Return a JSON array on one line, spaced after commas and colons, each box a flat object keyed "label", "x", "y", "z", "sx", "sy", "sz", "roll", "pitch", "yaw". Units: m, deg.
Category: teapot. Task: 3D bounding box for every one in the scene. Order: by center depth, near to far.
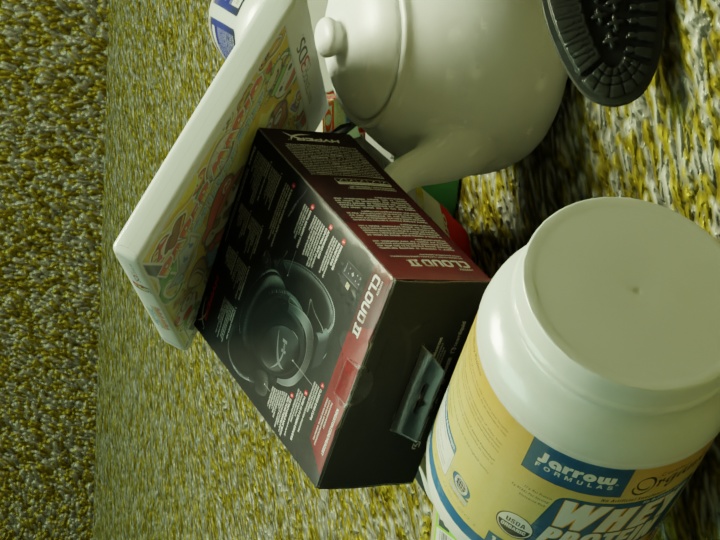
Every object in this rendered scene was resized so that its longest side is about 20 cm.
[{"label": "teapot", "x": 0.037, "y": -0.159, "z": 1.298, "sx": 0.200, "sy": 0.146, "sz": 0.198, "roll": -141, "pitch": 54, "yaw": -58}]

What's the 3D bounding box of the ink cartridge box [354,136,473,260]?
[{"label": "ink cartridge box", "x": 0.022, "y": -0.002, "z": 1.389, "sx": 0.200, "sy": 0.067, "sz": 0.117, "roll": 37, "pitch": -140, "yaw": -58}]

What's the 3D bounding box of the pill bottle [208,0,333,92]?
[{"label": "pill bottle", "x": -0.068, "y": -0.222, "z": 1.797, "sx": 0.200, "sy": 0.115, "sz": 0.116, "roll": -136, "pitch": 45, "yaw": -69}]

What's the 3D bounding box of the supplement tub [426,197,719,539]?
[{"label": "supplement tub", "x": 0.123, "y": 0.068, "z": 1.066, "sx": 0.200, "sy": 0.144, "sz": 0.145, "roll": 107, "pitch": 156, "yaw": -52}]

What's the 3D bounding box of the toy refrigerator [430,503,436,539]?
[{"label": "toy refrigerator", "x": 0.096, "y": 0.160, "z": 1.337, "sx": 0.076, "sy": 0.070, "sz": 0.201, "roll": -138, "pitch": 46, "yaw": -60}]

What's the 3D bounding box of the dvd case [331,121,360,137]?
[{"label": "dvd case", "x": 0.000, "y": 0.000, "z": 1.459, "sx": 0.143, "sy": 0.018, "sz": 0.201, "roll": -47, "pitch": -58, "yaw": -66}]

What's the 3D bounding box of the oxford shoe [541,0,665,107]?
[{"label": "oxford shoe", "x": 0.136, "y": -0.177, "z": 1.151, "sx": 0.084, "sy": 0.072, "sz": 0.201, "roll": 80, "pitch": -178, "yaw": -64}]

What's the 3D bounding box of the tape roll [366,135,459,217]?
[{"label": "tape roll", "x": 0.029, "y": -0.110, "z": 1.578, "sx": 0.200, "sy": 0.048, "sz": 0.201, "roll": 178, "pitch": 90, "yaw": -75}]

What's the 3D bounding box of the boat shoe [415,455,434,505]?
[{"label": "boat shoe", "x": 0.049, "y": 0.101, "z": 1.399, "sx": 0.060, "sy": 0.075, "sz": 0.200, "roll": 46, "pitch": 156, "yaw": 36}]

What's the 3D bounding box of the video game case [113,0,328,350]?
[{"label": "video game case", "x": -0.082, "y": -0.062, "z": 1.232, "sx": 0.200, "sy": 0.023, "sz": 0.182, "roll": -60, "pitch": -13, "yaw": -15}]

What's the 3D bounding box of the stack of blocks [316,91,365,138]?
[{"label": "stack of blocks", "x": -0.038, "y": -0.038, "z": 1.544, "sx": 0.115, "sy": 0.058, "sz": 0.201, "roll": -30, "pitch": -60, "yaw": -71}]

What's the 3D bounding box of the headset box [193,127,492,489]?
[{"label": "headset box", "x": -0.011, "y": 0.026, "z": 1.186, "sx": 0.200, "sy": 0.077, "sz": 0.149, "roll": 46, "pitch": 126, "yaw": 45}]

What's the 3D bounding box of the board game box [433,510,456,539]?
[{"label": "board game box", "x": 0.118, "y": 0.188, "z": 1.220, "sx": 0.200, "sy": 0.030, "sz": 0.096, "roll": 34, "pitch": 128, "yaw": 47}]
